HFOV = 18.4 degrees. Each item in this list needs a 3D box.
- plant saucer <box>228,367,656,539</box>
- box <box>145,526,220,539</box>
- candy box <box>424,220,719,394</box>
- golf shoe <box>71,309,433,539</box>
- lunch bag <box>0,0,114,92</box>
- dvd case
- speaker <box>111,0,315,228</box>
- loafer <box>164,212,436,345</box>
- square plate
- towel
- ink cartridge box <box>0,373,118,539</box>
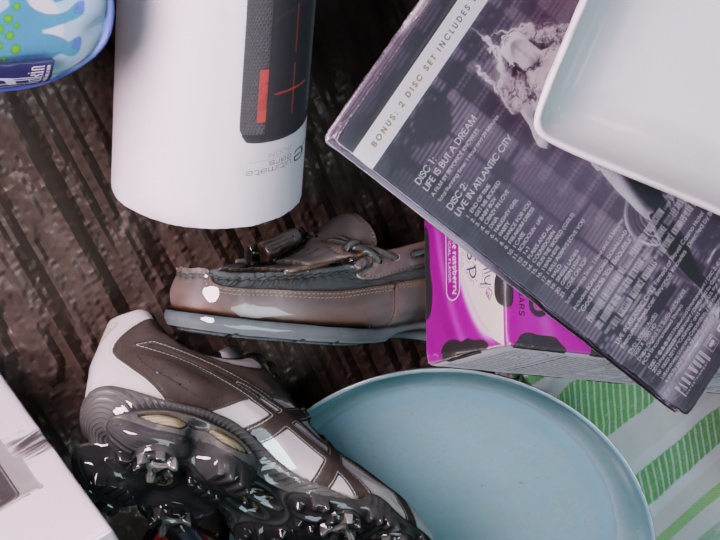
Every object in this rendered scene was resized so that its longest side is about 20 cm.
[{"bbox_3d":[0.038,0.131,1.044,0.199,0.027,0.201,1,114,1],"label":"plant saucer"},{"bbox_3d":[-0.072,0.215,0.960,0.040,0.200,0.137,29,98,-37],"label":"box"},{"bbox_3d":[0.124,-0.020,0.999,0.199,0.061,0.137,6,77,-35],"label":"candy box"},{"bbox_3d":[-0.037,0.080,0.972,0.078,0.095,0.200,-30,136,29],"label":"golf shoe"},{"bbox_3d":[-0.165,-0.158,0.775,0.160,0.082,0.201,-4,116,-27],"label":"lunch bag"},{"bbox_3d":[0.102,-0.056,0.916,0.200,0.016,0.149,37,83,-21],"label":"dvd case"},{"bbox_3d":[-0.055,-0.120,0.863,0.081,0.081,0.201,-9,120,-27],"label":"speaker"},{"bbox_3d":[0.000,0.000,0.981,0.199,0.072,0.063,3,93,-40],"label":"loafer"},{"bbox_3d":[0.180,-0.111,0.917,0.199,0.028,0.199,23,86,-22],"label":"square plate"},{"bbox_3d":[0.141,0.094,1.107,0.152,0.023,0.201,-35,123,-31],"label":"towel"},{"bbox_3d":[-0.128,0.127,0.877,0.067,0.200,0.116,-30,128,-13],"label":"ink cartridge box"}]
